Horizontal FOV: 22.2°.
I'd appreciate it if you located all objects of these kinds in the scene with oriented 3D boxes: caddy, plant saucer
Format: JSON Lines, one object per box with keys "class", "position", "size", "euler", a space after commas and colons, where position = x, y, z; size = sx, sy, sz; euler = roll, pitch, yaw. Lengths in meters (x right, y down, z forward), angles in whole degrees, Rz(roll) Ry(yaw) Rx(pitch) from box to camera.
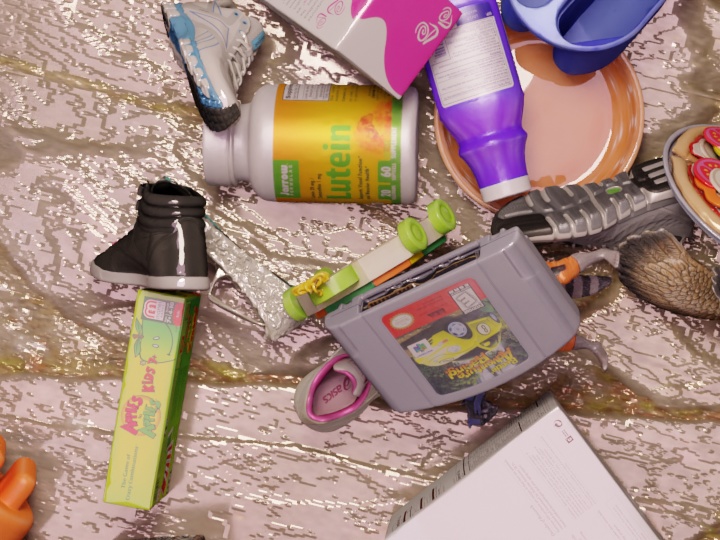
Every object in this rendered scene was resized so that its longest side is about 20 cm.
{"class": "caddy", "position": [0.217, -0.278, 1.687], "size": [0.141, 0.105, 0.200], "euler": [39, 74, 9]}
{"class": "plant saucer", "position": [0.169, -0.147, 1.752], "size": [0.199, 0.037, 0.202], "euler": [0, 92, 4]}

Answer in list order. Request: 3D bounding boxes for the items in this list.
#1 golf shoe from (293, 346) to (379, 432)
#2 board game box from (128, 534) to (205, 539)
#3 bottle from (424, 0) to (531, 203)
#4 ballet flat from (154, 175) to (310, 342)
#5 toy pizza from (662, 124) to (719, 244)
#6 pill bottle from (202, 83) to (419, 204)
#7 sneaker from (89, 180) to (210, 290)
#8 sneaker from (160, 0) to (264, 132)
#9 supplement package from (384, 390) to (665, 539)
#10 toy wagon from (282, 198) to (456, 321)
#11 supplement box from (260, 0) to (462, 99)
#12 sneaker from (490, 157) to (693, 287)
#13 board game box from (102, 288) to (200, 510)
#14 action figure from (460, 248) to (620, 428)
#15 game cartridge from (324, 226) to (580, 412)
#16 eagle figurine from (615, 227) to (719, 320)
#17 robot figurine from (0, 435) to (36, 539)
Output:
{"class": "golf shoe", "position": [0.019, 0.082, 1.740], "size": [0.200, 0.092, 0.075], "euler": [-44, 88, 2]}
{"class": "board game box", "position": [-0.197, 0.342, 1.704], "size": [0.096, 0.200, 0.161], "euler": [-6, 92, 4]}
{"class": "bottle", "position": [0.109, -0.165, 1.704], "size": [0.083, 0.065, 0.201], "euler": [-17, 91, 8]}
{"class": "ballet flat", "position": [-0.135, -0.006, 1.753], "size": [0.200, 0.072, 0.072], "euler": [41, 93, 3]}
{"class": "toy pizza", "position": [0.368, -0.072, 1.673], "size": [0.200, 0.200, 0.032], "euler": [30, 128, 2]}
{"class": "pill bottle", "position": [-0.045, -0.119, 1.728], "size": [0.199, 0.111, 0.112], "euler": [1, 91, 3]}
{"class": "sneaker", "position": [-0.194, -0.034, 1.712], "size": [0.070, 0.200, 0.100], "euler": [3, 90, -31]}
{"class": "sneaker", "position": [-0.127, -0.203, 1.705], "size": [0.086, 0.200, 0.075], "euler": [-16, 130, -7]}
{"class": "supplement package", "position": [0.158, 0.252, 1.707], "size": [0.200, 0.147, 0.192], "euler": [-37, 89, 4]}
{"class": "toy wagon", "position": [0.000, 0.000, 1.681], "size": [0.155, 0.200, 0.040], "euler": [-31, 92, 29]}
{"class": "supplement box", "position": [-0.017, -0.254, 1.676], "size": [0.101, 0.200, 0.103], "euler": [-52, 133, 3]}
{"class": "sneaker", "position": [0.224, -0.025, 1.715], "size": [0.199, 0.075, 0.116], "euler": [-15, 125, -4]}
{"class": "board game box", "position": [-0.197, 0.118, 1.747], "size": [0.047, 0.102, 0.201], "euler": [10, 92, 3]}
{"class": "action figure", "position": [0.135, 0.047, 1.700], "size": [0.192, 0.105, 0.201], "euler": [5, 129, 4]}
{"class": "game cartridge", "position": [0.085, 0.050, 1.620], "size": [0.199, 0.041, 0.133], "euler": [-26, 125, 22]}
{"class": "eagle figurine", "position": [0.344, 0.022, 1.677], "size": [0.199, 0.152, 0.152], "euler": [-10, 72, -33]}
{"class": "robot figurine", "position": [-0.392, 0.252, 1.755], "size": [0.200, 0.144, 0.117], "euler": [-48, 54, 3]}
